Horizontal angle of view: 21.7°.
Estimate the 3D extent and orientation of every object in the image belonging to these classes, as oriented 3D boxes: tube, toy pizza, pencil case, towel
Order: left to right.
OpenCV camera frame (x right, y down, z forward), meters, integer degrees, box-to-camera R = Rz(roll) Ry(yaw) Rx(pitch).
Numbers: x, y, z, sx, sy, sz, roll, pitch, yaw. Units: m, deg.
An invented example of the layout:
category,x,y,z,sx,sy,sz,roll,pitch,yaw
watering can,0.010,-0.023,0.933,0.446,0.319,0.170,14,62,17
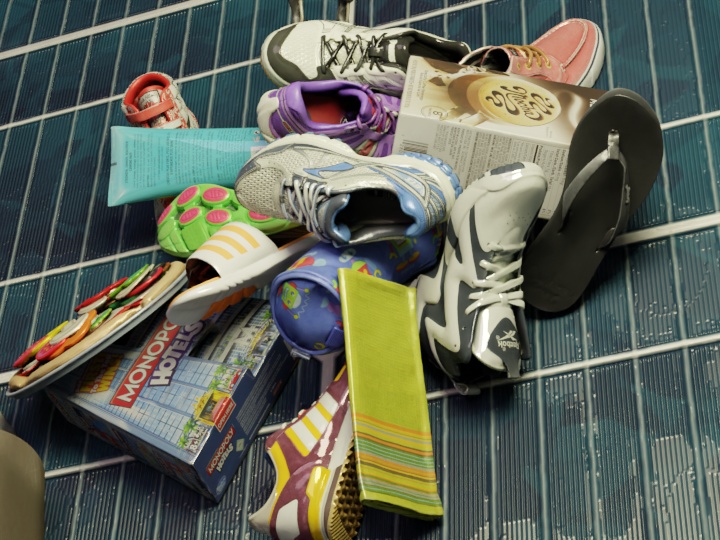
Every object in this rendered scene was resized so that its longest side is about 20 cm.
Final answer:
category,x,y,z,sx,sy,sz,roll,pitch,yaw
toy pizza,-0.239,0.046,1.679,0.200,0.032,0.200,-34,9,6
tube,-0.141,-0.103,1.756,0.199,0.050,0.078,-2,73,12
pencil case,0.000,0.000,1.597,0.078,0.087,0.200,-48,-3,38
towel,0.023,0.097,1.492,0.018,0.086,0.200,-26,58,37

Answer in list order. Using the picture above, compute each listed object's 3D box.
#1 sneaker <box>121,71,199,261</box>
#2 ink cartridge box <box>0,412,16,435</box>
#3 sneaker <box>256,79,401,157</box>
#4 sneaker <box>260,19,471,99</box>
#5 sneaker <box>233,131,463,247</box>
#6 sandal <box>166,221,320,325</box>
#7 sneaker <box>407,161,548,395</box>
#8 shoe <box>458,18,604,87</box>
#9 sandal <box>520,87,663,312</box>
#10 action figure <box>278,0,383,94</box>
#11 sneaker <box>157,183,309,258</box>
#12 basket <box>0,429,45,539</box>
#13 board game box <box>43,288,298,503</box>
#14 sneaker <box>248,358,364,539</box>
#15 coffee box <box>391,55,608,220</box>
category,x,y,z,sx,sy,sz,roll,pitch,yaw
sneaker,-0.186,-0.106,1.815,0.067,0.108,0.202,-21,43,7
ink cartridge box,-0.439,0.158,1.708,0.200,0.084,0.145,-40,44,-15
sneaker,0.007,-0.131,1.702,0.083,0.200,0.081,-28,63,56
sneaker,0.010,-0.201,1.734,0.199,0.088,0.076,2,81,-19
sneaker,-0.022,-0.062,1.551,0.199,0.077,0.085,3,30,24
sandal,-0.098,-0.014,1.636,0.206,0.059,0.079,-27,-9,-39
sneaker,0.112,0.019,1.521,0.199,0.079,0.130,-53,49,30
shoe,0.153,-0.182,1.728,0.071,0.091,0.200,19,60,38
sandal,0.191,-0.051,1.535,0.076,0.201,0.043,20,21,-3
action figure,-0.029,-0.184,1.817,0.119,0.102,0.201,-4,81,-7
sneaker,-0.094,-0.041,1.727,0.199,0.084,0.077,-9,59,18
basket,-0.329,0.237,1.548,0.180,0.136,0.200,-18,40,18
board game box,-0.170,0.091,1.654,0.199,0.062,0.200,8,53,31
sneaker,-0.032,0.131,1.537,0.090,0.075,0.200,2,49,21
coffee box,0.129,-0.110,1.607,0.199,0.080,0.113,10,33,0
